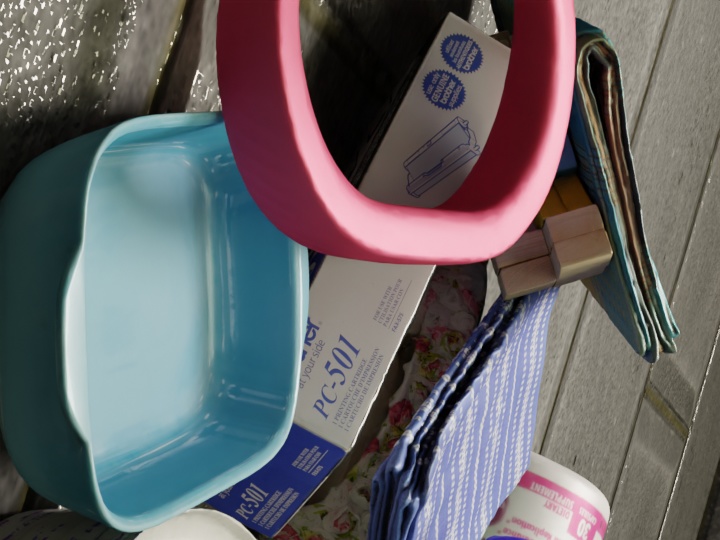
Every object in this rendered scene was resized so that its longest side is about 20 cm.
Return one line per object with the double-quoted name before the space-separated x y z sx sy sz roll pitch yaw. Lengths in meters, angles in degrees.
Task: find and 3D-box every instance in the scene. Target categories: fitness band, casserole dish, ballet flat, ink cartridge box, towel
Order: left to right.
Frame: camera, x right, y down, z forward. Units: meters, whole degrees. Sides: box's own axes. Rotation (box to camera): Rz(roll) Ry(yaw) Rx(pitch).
"casserole dish" -0.065 0.011 0.663 0.200 0.039 0.122 -19 108 -72
"ink cartridge box" 0.000 0.000 0.837 0.201 0.044 0.094 -64 -173 -34
"ballet flat" 0.006 0.049 0.931 0.064 0.075 0.201 43 52 -34
"fitness band" 0.018 -0.074 0.738 0.200 0.037 0.145 3 93 -58
"towel" 0.048 0.089 0.928 0.200 0.024 0.145 -51 153 -50
"towel" 0.099 -0.055 0.964 0.200 0.022 0.147 -113 -172 -74

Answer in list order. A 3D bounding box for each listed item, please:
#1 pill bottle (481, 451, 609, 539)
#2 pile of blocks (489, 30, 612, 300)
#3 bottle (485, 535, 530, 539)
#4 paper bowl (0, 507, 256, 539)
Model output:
"pill bottle" 0.052 0.199 1.126 0.113 0.113 0.201 66 42 -65
"pile of blocks" 0.057 -0.052 0.951 0.200 0.062 0.082 -111 -175 -63
"bottle" 0.064 0.204 0.944 0.201 0.083 0.065 98 18 -46
"paper bowl" -0.060 0.174 0.655 0.200 0.104 0.202 -3 90 -67
